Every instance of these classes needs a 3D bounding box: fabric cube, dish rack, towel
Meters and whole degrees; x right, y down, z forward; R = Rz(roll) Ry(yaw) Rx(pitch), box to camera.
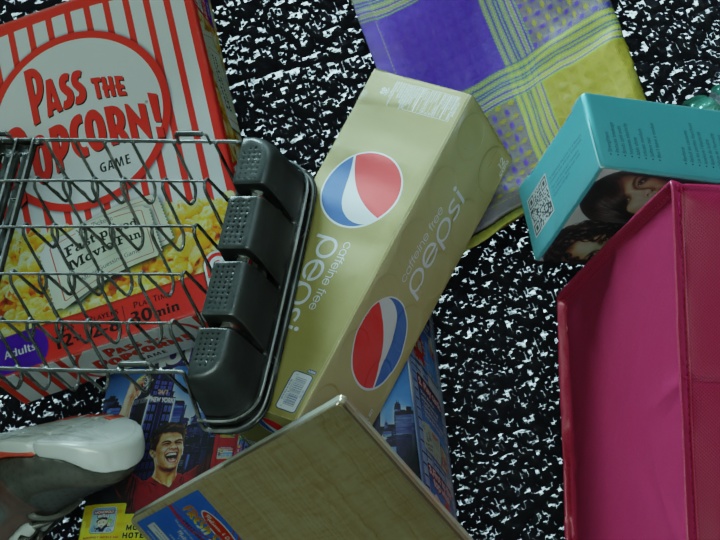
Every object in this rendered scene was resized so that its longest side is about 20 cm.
[{"bbox_3d":[0.220,0.082,1.479,0.199,0.196,0.200,4,73,-13],"label":"fabric cube"},{"bbox_3d":[-0.133,0.000,1.516,0.200,0.055,0.154,1,60,20],"label":"dish rack"},{"bbox_3d":[0.071,-0.118,1.608,0.144,0.023,0.200,-25,70,25],"label":"towel"}]

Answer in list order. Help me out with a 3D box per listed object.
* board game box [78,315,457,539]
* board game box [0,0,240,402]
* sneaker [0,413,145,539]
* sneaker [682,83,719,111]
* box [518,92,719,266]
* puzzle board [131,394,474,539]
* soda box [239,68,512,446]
[{"bbox_3d":[-0.034,0.072,1.591,0.200,0.062,0.200,-3,60,21],"label":"board game box"},{"bbox_3d":[-0.137,-0.048,1.606,0.151,0.046,0.200,-19,67,10],"label":"board game box"},{"bbox_3d":[-0.179,0.125,1.579,0.200,0.077,0.082,-14,88,46],"label":"sneaker"},{"bbox_3d":[0.210,-0.060,1.602,0.200,0.074,0.088,-30,95,6],"label":"sneaker"},{"bbox_3d":[0.190,-0.037,1.546,0.200,0.082,0.049,6,52,-22],"label":"box"},{"bbox_3d":[0.001,0.163,1.504,0.151,0.017,0.200,-30,109,34],"label":"puzzle board"},{"bbox_3d":[0.000,0.000,1.539,0.064,0.068,0.200,18,69,32],"label":"soda box"}]
